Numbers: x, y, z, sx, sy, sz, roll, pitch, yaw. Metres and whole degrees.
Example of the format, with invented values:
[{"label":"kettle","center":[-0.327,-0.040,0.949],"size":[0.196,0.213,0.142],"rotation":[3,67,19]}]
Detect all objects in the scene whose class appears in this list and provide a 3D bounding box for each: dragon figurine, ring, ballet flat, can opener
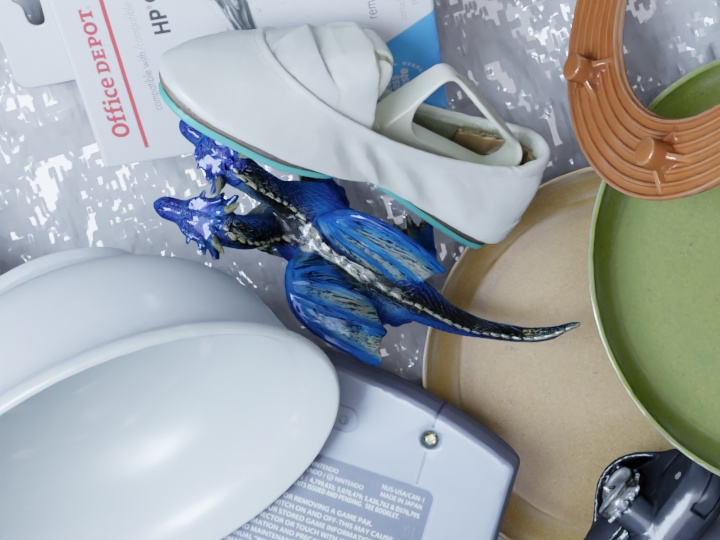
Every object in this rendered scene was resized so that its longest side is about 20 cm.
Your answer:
[{"label":"dragon figurine","center":[0.000,0.000,0.790],"size":[0.200,0.099,0.059],"rotation":[33,102,-4]},{"label":"ring","center":[0.145,-0.126,0.748],"size":[0.019,0.200,0.201],"rotation":[18,100,-27]},{"label":"ballet flat","center":[0.005,-0.068,0.756],"size":[0.199,0.069,0.070],"rotation":[22,101,-41]},{"label":"can opener","center":[0.102,0.161,0.831],"size":[0.079,0.063,0.200],"rotation":[41,97,-6]}]

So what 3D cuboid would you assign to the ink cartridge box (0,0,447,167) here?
[{"label":"ink cartridge box","center":[-0.068,-0.114,0.787],"size":[0.199,0.067,0.116],"rotation":[-10,139,2]}]

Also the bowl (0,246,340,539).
[{"label":"bowl","center":[-0.116,0.054,0.764],"size":[0.201,0.201,0.091],"rotation":[-32,61,5]}]

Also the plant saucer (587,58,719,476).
[{"label":"plant saucer","center":[0.193,0.001,0.813],"size":[0.199,0.031,0.201],"rotation":[2,82,-12]}]

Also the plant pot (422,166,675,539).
[{"label":"plant pot","center":[0.128,0.047,0.858],"size":[0.199,0.027,0.201],"rotation":[0,99,0]}]

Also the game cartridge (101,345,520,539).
[{"label":"game cartridge","center":[-0.032,0.102,0.848],"size":[0.199,0.042,0.134],"rotation":[18,96,9]}]
